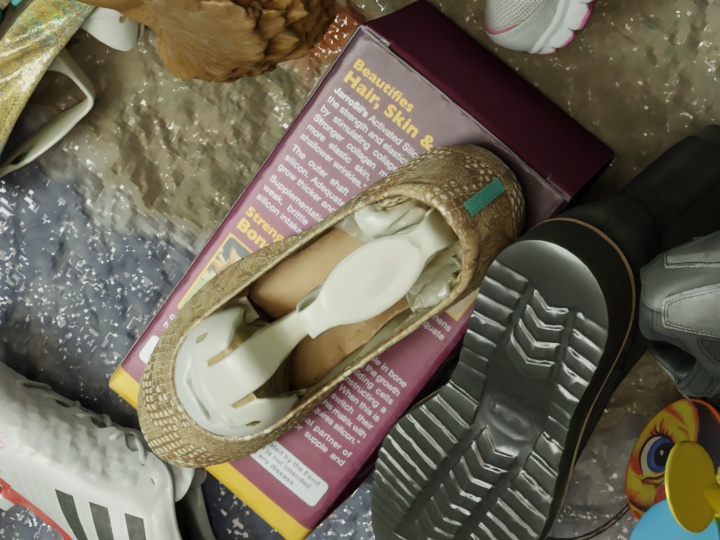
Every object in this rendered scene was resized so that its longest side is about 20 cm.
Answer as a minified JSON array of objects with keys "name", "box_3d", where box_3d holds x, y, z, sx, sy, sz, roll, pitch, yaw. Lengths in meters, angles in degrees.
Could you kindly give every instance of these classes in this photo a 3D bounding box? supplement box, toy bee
[{"name":"supplement box","box_3d":[0.000,0.000,1.056,0.110,0.086,0.200,40,113,6]},{"name":"toy bee","box_3d":[0.145,0.091,1.021,0.199,0.131,0.109,18,84,25]}]

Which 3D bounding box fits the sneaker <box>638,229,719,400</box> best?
[{"name":"sneaker","box_3d":[0.158,0.020,0.959,0.090,0.200,0.067,-7,75,22]}]

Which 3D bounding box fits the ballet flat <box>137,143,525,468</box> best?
[{"name":"ballet flat","box_3d":[-0.024,0.018,0.986,0.200,0.065,0.071,-40,89,23]}]

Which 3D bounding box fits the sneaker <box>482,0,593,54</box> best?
[{"name":"sneaker","box_3d":[0.053,-0.162,0.962,0.088,0.082,0.200,5,143,4]}]

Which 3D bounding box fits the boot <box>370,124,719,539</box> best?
[{"name":"boot","box_3d":[0.089,0.040,1.031,0.077,0.138,0.200,42,133,12]}]

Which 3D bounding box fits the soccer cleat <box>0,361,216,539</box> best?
[{"name":"soccer cleat","box_3d":[-0.117,0.092,1.134,0.085,0.069,0.200,-40,92,14]}]

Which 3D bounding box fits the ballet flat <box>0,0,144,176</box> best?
[{"name":"ballet flat","box_3d":[-0.133,-0.103,1.092,0.071,0.071,0.200,43,112,4]}]

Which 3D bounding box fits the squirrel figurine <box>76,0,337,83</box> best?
[{"name":"squirrel figurine","box_3d":[-0.059,-0.186,0.998,0.141,0.187,0.200,-15,135,35]}]
